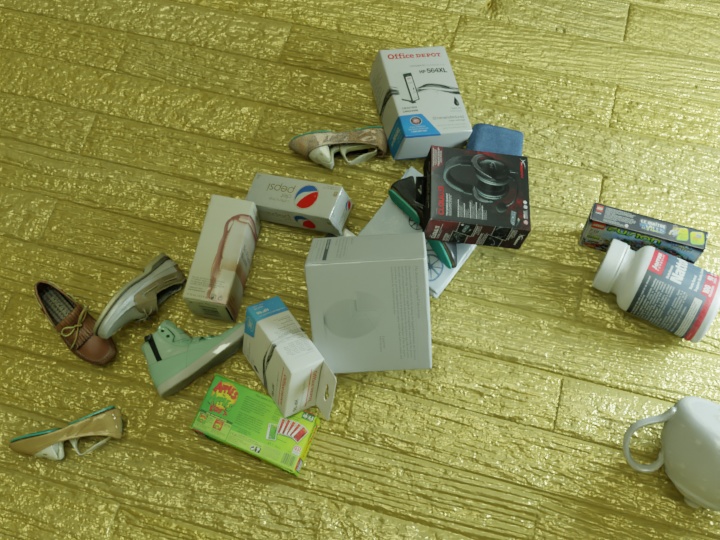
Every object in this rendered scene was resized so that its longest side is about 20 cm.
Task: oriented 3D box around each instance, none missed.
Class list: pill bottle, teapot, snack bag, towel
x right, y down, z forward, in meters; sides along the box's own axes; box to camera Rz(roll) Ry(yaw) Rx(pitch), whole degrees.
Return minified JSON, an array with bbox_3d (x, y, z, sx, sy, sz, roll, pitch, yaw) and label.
[{"bbox_3d":[0.506,0.028,1.424,0.197,0.120,0.121,26,72,14],"label":"pill bottle"},{"bbox_3d":[0.543,0.302,1.298,0.200,0.195,0.148,44,117,48],"label":"teapot"},{"bbox_3d":[0.116,-0.074,1.550,0.198,0.021,0.190,34,74,16],"label":"snack bag"},{"bbox_3d":[0.239,-0.176,1.553,0.109,0.049,0.203,15,65,2],"label":"towel"}]

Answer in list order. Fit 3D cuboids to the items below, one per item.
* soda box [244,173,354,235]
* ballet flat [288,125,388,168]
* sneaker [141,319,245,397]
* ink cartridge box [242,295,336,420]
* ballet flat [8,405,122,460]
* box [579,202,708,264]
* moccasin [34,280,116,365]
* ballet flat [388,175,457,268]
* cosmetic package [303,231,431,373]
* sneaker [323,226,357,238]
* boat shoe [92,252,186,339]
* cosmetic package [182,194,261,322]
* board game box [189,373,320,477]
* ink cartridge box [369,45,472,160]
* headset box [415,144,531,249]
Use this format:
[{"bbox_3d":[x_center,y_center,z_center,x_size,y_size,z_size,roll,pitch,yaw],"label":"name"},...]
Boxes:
[{"bbox_3d":[-0.114,-0.123,1.533,0.197,0.064,0.069,12,68,30],"label":"soda box"},{"bbox_3d":[-0.041,-0.234,1.603,0.195,0.068,0.069,-8,70,2],"label":"ballet flat"},{"bbox_3d":[-0.294,0.120,1.471,0.198,0.074,0.119,-32,75,-6],"label":"sneaker"},{"bbox_3d":[-0.122,0.157,1.393,0.067,0.117,0.200,-18,50,-29],"label":"ink cartridge box"},{"bbox_3d":[-0.504,0.292,1.429,0.196,0.069,0.064,-18,81,-2],"label":"ballet flat"},{"bbox_3d":[0.494,-0.056,1.465,0.196,0.110,0.035,16,70,11],"label":"box"},{"bbox_3d":[-0.516,0.091,1.500,0.073,0.078,0.202,-38,72,-14],"label":"moccasin"},{"bbox_3d":[0.130,-0.096,1.511,0.072,0.073,0.201,-34,67,-9],"label":"ballet flat"},{"bbox_3d":[0.018,0.054,1.397,0.195,0.203,0.123,-2,23,6],"label":"cosmetic package"},{"bbox_3d":[0.000,0.000,1.509,0.199,0.075,0.085,37,81,26],"label":"sneaker"},{"bbox_3d":[-0.392,0.054,1.491,0.068,0.075,0.201,38,57,1],"label":"boat shoe"},{"bbox_3d":[-0.248,-0.021,1.514,0.085,0.104,0.204,9,71,6],"label":"cosmetic package"},{"bbox_3d":[-0.179,0.263,1.422,0.197,0.048,0.103,20,70,12],"label":"board game box"},{"bbox_3d":[0.113,-0.324,1.599,0.143,0.085,0.204,-8,67,-17],"label":"ink cartridge box"},{"bbox_3d":[0.191,-0.128,1.454,0.195,0.078,0.152,7,64,-6],"label":"headset box"}]
